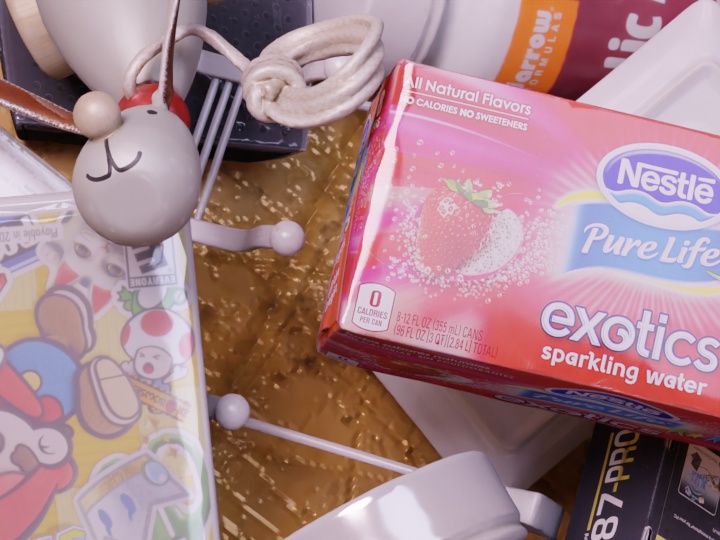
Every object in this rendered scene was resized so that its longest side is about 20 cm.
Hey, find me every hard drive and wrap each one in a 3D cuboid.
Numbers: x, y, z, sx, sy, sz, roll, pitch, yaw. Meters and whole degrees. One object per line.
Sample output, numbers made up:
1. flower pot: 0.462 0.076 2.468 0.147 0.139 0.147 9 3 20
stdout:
1. hard drive: -0.089 -0.139 1.206 0.135 0.042 0.200 5 67 -22

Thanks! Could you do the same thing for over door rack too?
1. over door rack: 0.000 0.000 1.115 0.200 0.067 0.148 17 83 4

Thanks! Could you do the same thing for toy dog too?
1. toy dog: -0.089 -0.097 1.050 0.132 0.200 0.096 -37 120 -7

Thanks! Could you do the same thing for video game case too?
1. video game case: -0.151 0.068 1.033 0.200 0.023 0.182 -5 86 -8

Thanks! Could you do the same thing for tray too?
1. tray: 0.096 -0.007 1.166 0.200 0.022 0.107 -40 94 -5

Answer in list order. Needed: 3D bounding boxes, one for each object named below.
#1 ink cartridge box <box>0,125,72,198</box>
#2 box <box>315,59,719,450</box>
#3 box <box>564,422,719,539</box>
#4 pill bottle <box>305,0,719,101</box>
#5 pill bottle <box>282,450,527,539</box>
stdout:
1. ink cartridge box: -0.186 0.032 1.069 0.109 0.050 0.200 39 83 -3
2. box: 0.092 0.001 1.050 0.200 0.095 0.100 14 81 -4
3. box: 0.163 0.130 1.148 0.200 0.049 0.161 35 57 -32
4. pill bottle: 0.081 -0.117 1.230 0.200 0.114 0.114 5 65 -22
5. pill bottle: 0.046 0.171 1.010 0.114 0.114 0.200 -21 78 -30
